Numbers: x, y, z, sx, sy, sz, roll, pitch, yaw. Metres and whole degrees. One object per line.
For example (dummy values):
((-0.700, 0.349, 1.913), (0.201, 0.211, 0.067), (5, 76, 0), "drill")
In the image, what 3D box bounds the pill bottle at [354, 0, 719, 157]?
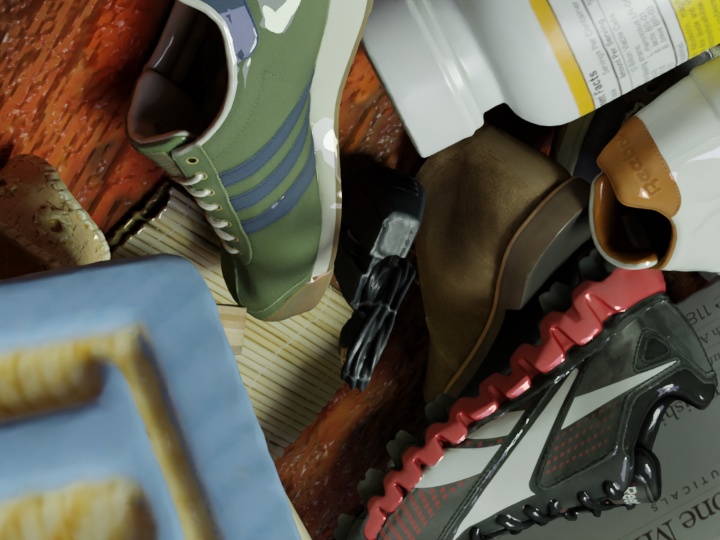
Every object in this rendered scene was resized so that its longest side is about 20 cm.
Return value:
((0.093, -0.127, 1.201), (0.199, 0.113, 0.113), (-28, 146, 1), "pill bottle")

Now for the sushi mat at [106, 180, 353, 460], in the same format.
((-0.063, 0.030, 1.309), (0.096, 0.012, 0.200), (-48, 147, 6), "sushi mat")

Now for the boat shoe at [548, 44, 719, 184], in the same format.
((0.135, -0.104, 1.312), (0.073, 0.065, 0.201), (-69, 180, -58), "boat shoe")

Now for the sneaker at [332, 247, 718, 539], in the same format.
((0.077, 0.085, 1.324), (0.200, 0.098, 0.071), (-43, 167, 4), "sneaker")

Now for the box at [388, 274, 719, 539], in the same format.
((0.151, 0.130, 1.448), (0.198, 0.131, 0.200), (-30, 148, 8), "box")

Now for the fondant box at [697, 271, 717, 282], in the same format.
((0.237, -0.008, 1.423), (0.058, 0.144, 0.200), (-45, 165, -15), "fondant box")

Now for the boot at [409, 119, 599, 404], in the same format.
((0.054, 0.001, 1.366), (0.074, 0.075, 0.200), (-41, 163, -30), "boot")

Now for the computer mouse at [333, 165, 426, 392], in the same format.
((0.000, 0.000, 1.234), (0.059, 0.034, 0.200), (-63, -175, 16), "computer mouse")

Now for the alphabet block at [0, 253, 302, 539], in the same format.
((-0.141, 0.134, 1.098), (0.195, 0.197, 0.200), (-9, 156, -25), "alphabet block")

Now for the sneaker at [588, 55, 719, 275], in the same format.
((0.138, -0.031, 1.298), (0.084, 0.073, 0.200), (-31, 158, 2), "sneaker")

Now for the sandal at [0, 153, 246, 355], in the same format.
((-0.126, -0.009, 1.167), (0.211, 0.077, 0.070), (7, 88, -47), "sandal")

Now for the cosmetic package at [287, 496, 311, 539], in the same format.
((-0.068, 0.147, 1.364), (0.103, 0.073, 0.200), (-36, 147, -6), "cosmetic package")

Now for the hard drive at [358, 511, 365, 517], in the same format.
((0.068, 0.143, 1.559), (0.132, 0.027, 0.200), (-47, 147, 2), "hard drive")

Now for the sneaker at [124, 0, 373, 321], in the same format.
((-0.055, -0.057, 1.185), (0.090, 0.067, 0.201), (-15, 136, -27), "sneaker")
